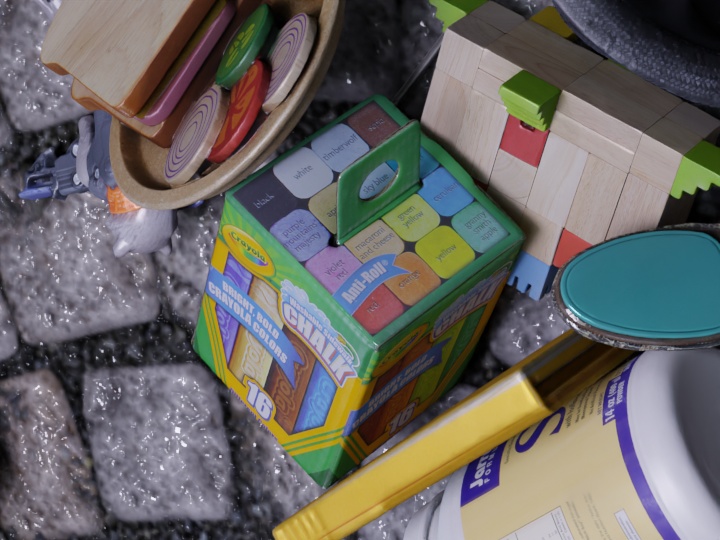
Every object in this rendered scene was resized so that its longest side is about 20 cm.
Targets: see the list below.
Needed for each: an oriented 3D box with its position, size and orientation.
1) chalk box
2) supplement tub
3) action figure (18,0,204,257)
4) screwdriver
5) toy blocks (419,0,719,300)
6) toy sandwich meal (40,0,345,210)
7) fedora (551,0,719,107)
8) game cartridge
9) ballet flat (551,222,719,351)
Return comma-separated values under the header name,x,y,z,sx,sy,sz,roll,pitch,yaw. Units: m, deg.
name,x,y,z,sx,sy,sz,roll,pitch,yaw
chalk box,0.000,0.000,1.162,0.124,0.124,0.201,45,149,17
supplement tub,0.134,0.142,1.158,0.199,0.145,0.146,-34,86,33
action figure,-0.162,-0.098,1.292,0.199,0.104,0.195,-20,84,30
screwdriver,0.014,-0.095,1.234,0.201,0.028,0.029,-56,46,27
toy blocks,0.105,-0.051,1.165,0.199,0.100,0.138,30,128,20
toy sandwich meal,-0.091,-0.128,1.136,0.204,0.070,0.207,-31,43,34
fedora,0.160,-0.160,1.080,0.201,0.200,0.092,55,158,5
game cartridge,0.060,0.088,1.169,0.200,0.176,0.033,-37,85,33
ballet flat,0.199,0.006,1.097,0.198,0.075,0.068,-14,72,3
